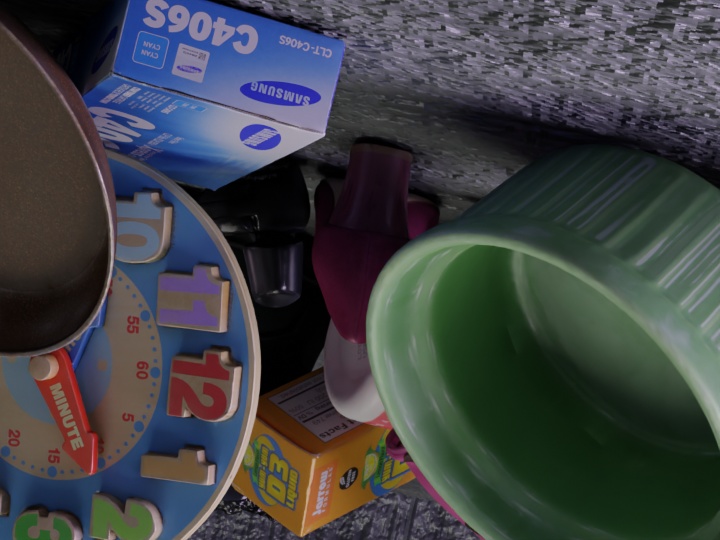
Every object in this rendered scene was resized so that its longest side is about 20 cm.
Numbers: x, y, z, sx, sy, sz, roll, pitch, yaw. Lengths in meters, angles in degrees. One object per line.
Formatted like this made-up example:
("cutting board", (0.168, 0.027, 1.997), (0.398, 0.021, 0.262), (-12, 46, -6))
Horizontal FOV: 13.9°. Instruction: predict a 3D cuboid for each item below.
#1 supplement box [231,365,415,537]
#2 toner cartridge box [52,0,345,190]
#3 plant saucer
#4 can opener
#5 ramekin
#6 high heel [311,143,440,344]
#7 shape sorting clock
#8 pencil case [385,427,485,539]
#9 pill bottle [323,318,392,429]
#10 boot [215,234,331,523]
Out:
("supplement box", (0.019, 0.083, 1.736), (0.200, 0.067, 0.069), (-23, -134, -36))
("toner cartridge box", (-0.080, -0.077, 1.287), (0.095, 0.043, 0.200), (14, 171, -14))
("plant saucer", (-0.180, -0.054, 1.281), (0.200, 0.032, 0.201), (21, 131, 25))
("can opener", (-0.066, -0.025, 1.562), (0.063, 0.079, 0.200), (6, -178, -9))
("ramekin", (0.110, 0.041, 1.313), (0.200, 0.098, 0.200), (27, 139, 26))
("high heel", (0.000, 0.000, 1.492), (0.067, 0.096, 0.200), (10, 171, 6))
("shape sorting clock", (-0.137, 0.042, 1.339), (0.199, 0.201, 0.039), (10, -175, 19))
("pencil case", (0.098, 0.137, 1.588), (0.200, 0.091, 0.094), (50, 169, -16))
("pill bottle", (0.088, 0.053, 1.668), (0.200, 0.109, 0.109), (16, 171, -21))
("boot", (-0.091, 0.054, 1.728), (0.076, 0.169, 0.200), (13, 174, 40))
